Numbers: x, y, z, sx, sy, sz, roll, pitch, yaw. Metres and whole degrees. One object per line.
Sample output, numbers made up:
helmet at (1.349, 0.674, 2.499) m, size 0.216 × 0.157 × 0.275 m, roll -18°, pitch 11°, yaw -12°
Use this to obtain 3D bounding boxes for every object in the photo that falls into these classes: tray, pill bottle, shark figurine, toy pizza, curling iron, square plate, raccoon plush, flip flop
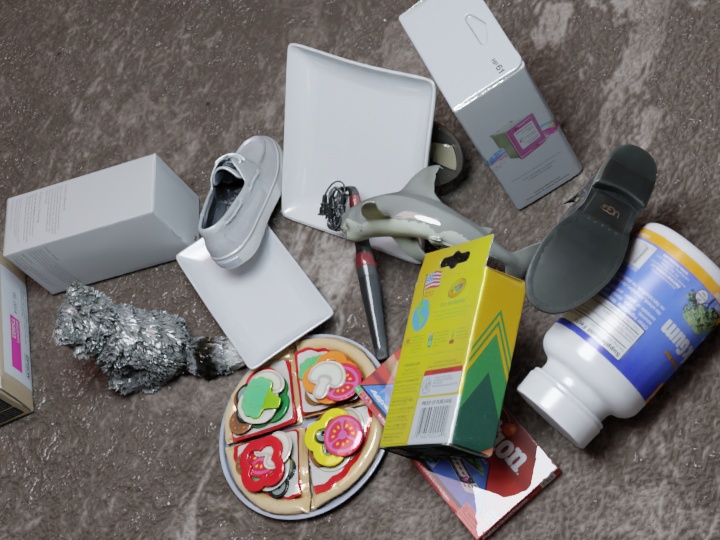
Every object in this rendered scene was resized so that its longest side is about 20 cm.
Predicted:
tray at (-0.115, 0.020, 1.602) m, size 0.107 × 0.022 × 0.200 m, roll -35°, pitch 50°, yaw -5°
pill bottle at (0.240, 0.063, 1.353) m, size 0.200 × 0.112 × 0.112 m, roll -48°, pitch 53°, yaw -3°
shark figurine at (0.082, -0.057, 1.463) m, size 0.214 × 0.128 × 0.090 m, roll 16°, pitch 69°, yaw 13°
toy pizza at (-0.061, 0.154, 1.503) m, size 0.200 × 0.032 × 0.201 m, roll -13°, pitch 59°, yaw 22°
curling iron at (0.000, 0.000, 1.543) m, size 0.050 × 0.026 × 0.200 m, roll -31°, pitch 68°, yaw 36°
square plate at (-0.001, -0.127, 1.567) m, size 0.198 × 0.028 × 0.200 m, roll 20°, pitch 118°, yaw 35°
raccoon plush at (-0.231, 0.058, 1.579) m, size 0.200 × 0.134 × 0.097 m, roll -14°, pitch 58°, yaw 20°
flip flop at (0.030, -0.130, 1.598) m, size 0.200 × 0.058 × 0.081 m, roll -1°, pitch 105°, yaw 41°

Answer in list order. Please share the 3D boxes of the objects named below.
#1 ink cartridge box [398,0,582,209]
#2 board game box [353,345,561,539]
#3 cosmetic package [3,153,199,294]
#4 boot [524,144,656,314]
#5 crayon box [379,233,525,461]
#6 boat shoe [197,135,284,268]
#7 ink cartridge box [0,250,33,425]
ink cartridge box at (0.132, -0.177, 1.484) m, size 0.085 × 0.200 × 0.145 m, roll -31°, pitch 54°, yaw 6°
board game box at (0.091, 0.153, 1.420) m, size 0.103 × 0.019 × 0.200 m, roll -41°, pitch 62°, yaw 0°
cosmetic package at (-0.295, -0.050, 1.690) m, size 0.200 × 0.108 × 0.085 m, roll -15°, pitch 57°, yaw 17°
boot at (0.202, -0.020, 1.392) m, size 0.069 × 0.174 × 0.200 m, roll 37°, pitch 70°, yaw 1°
crayon box at (0.089, 0.074, 1.374) m, size 0.127 × 0.051 × 0.200 m, roll -14°, pitch 59°, yaw 60°
boat shoe at (-0.137, -0.091, 1.631) m, size 0.072 × 0.069 × 0.200 m, roll -9°, pitch 42°, yaw 30°
ink cartridge box at (-0.471, 0.094, 1.720) m, size 0.164 × 0.075 × 0.200 m, roll -21°, pitch 56°, yaw 14°
